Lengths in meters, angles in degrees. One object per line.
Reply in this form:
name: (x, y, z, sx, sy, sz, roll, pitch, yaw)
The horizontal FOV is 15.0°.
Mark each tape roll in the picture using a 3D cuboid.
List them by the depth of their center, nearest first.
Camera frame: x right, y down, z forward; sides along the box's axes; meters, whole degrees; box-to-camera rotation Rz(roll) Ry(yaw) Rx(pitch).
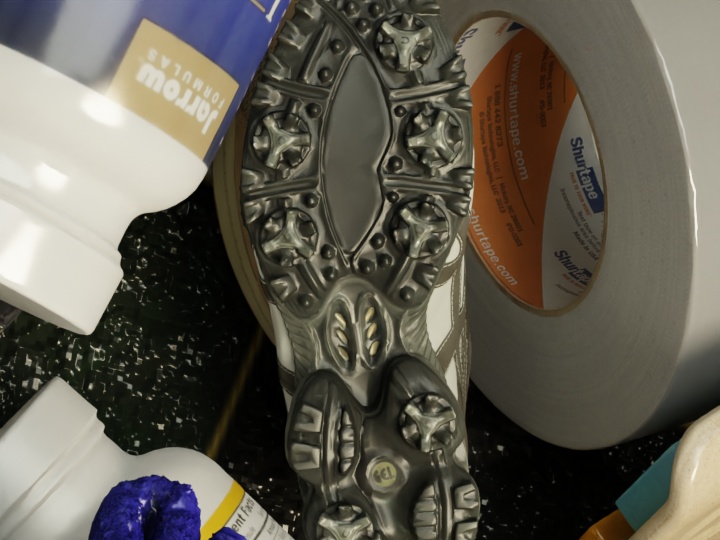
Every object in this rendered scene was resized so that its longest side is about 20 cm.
tape roll: (0.081, -0.043, 0.939, 0.066, 0.200, 0.201, -13, 80, -27)

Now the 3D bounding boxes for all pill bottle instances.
pill bottle: (-0.083, -0.089, 0.863, 0.116, 0.116, 0.200, 27, 84, -13)
pill bottle: (-0.052, 0.130, 0.888, 0.200, 0.104, 0.104, 44, 64, -4)

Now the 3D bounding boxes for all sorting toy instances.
sorting toy: (0.142, 0.062, 0.940, 0.185, 0.200, 0.037, -29, 71, -26)

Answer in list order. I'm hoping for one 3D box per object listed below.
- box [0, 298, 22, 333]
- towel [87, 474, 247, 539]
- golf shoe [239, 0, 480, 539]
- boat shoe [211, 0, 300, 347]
box: (-0.142, -0.105, 0.953, 0.198, 0.050, 0.200, 44, 63, -6)
towel: (-0.069, 0.175, 0.774, 0.049, 0.200, 0.148, 9, 36, -8)
golf shoe: (0.000, 0.000, 0.911, 0.078, 0.094, 0.201, 0, 95, 0)
boat shoe: (-0.008, -0.059, 0.948, 0.071, 0.064, 0.201, -18, 108, -41)
